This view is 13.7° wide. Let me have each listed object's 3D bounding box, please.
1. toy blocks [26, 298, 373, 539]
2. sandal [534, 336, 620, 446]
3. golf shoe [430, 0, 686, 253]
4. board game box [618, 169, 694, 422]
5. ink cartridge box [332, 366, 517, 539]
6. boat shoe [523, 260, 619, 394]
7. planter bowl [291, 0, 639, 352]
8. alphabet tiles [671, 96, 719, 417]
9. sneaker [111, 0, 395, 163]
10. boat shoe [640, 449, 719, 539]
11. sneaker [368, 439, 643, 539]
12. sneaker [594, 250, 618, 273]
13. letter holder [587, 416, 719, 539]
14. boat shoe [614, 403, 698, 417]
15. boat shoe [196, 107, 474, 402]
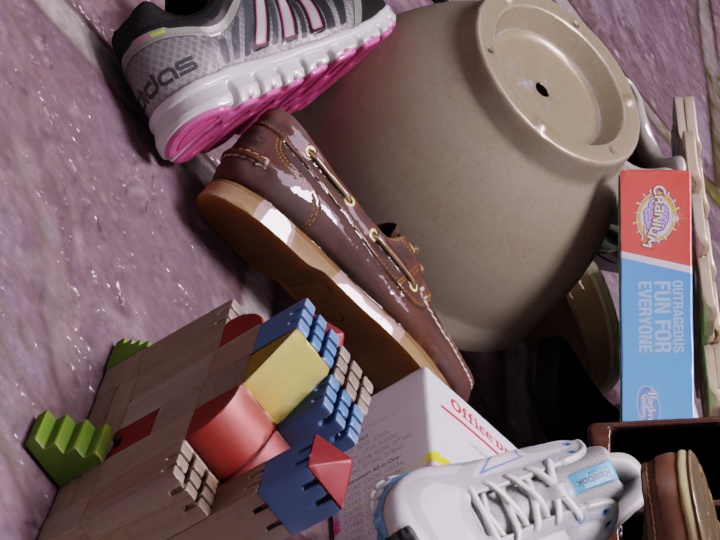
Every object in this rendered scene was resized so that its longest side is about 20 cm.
[{"bbox_3d":[-0.058,0.069,1.298,0.100,0.137,0.200,53,23,-19],"label":"toy blocks"},{"bbox_3d":[0.123,0.102,1.763,0.200,0.045,0.075,58,32,-51],"label":"sandal"},{"bbox_3d":[0.124,-0.108,1.805,0.077,0.088,0.200,-32,81,-39],"label":"golf shoe"},{"bbox_3d":[0.169,0.045,1.706,0.200,0.040,0.153,69,21,-73],"label":"board game box"},{"bbox_3d":[0.044,0.133,1.536,0.115,0.068,0.200,43,28,-36],"label":"ink cartridge box"},{"bbox_3d":[0.090,-0.008,1.823,0.066,0.074,0.200,-14,69,-41],"label":"boat shoe"},{"bbox_3d":[0.072,-0.073,1.689,0.200,0.135,0.201,27,42,-27],"label":"planter bowl"},{"bbox_3d":[0.209,-0.001,1.846,0.196,0.015,0.201,75,10,-71],"label":"alphabet tiles"},{"bbox_3d":[-0.058,-0.127,1.586,0.200,0.074,0.088,-29,82,-48],"label":"sneaker"},{"bbox_3d":[0.148,0.182,1.471,0.072,0.067,0.201,-75,160,-63],"label":"boat shoe"},{"bbox_3d":[0.077,0.111,1.437,0.200,0.087,0.075,-7,69,-61],"label":"sneaker"},{"bbox_3d":[0.117,-0.064,1.921,0.200,0.088,0.074,52,46,-32],"label":"sneaker"},{"bbox_3d":[0.197,0.154,1.625,0.200,0.142,0.101,80,6,-69],"label":"letter holder"},{"bbox_3d":[0.200,0.156,1.856,0.074,0.065,0.200,34,34,-49],"label":"boat shoe"},{"bbox_3d":[0.000,0.000,1.575,0.200,0.070,0.070,49,60,-29],"label":"boat shoe"}]
